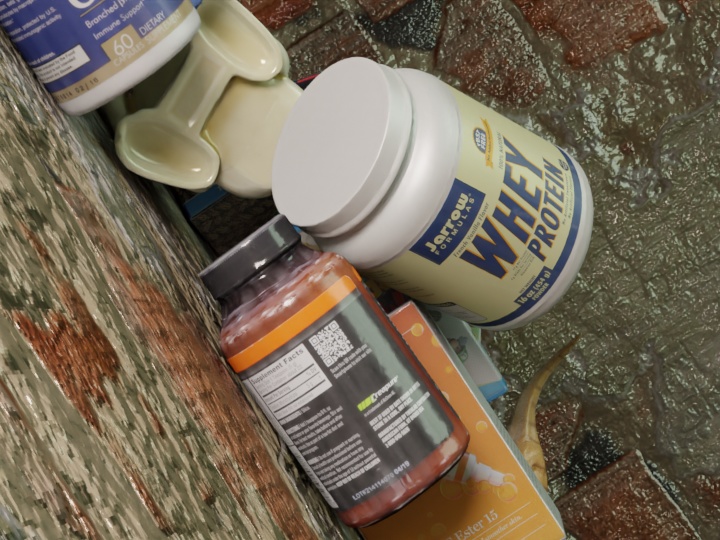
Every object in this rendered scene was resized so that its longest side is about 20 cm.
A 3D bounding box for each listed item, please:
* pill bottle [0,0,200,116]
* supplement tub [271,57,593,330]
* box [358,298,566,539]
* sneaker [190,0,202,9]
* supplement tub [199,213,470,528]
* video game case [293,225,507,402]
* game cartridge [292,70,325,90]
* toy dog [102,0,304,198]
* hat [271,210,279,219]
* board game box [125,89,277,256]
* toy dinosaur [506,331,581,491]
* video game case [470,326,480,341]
[{"bbox_3d":[-0.200,-0.210,1.154,0.201,0.111,0.111,55,3,-18],"label":"pill bottle"},{"bbox_3d":[0.051,-0.053,1.267,0.199,0.145,0.145,24,23,-36],"label":"supplement tub"},{"bbox_3d":[0.044,0.136,1.314,0.201,0.124,0.097,56,4,2],"label":"box"},{"bbox_3d":[-0.179,-0.209,1.268,0.199,0.076,0.088,-7,-44,45],"label":"sneaker"},{"bbox_3d":[-0.022,0.063,1.196,0.201,0.107,0.107,55,3,-3],"label":"supplement tub"},{"bbox_3d":[0.002,0.048,1.378,0.201,0.143,0.018,56,10,-17],"label":"video game case"},{"bbox_3d":[-0.053,-0.110,1.673,0.199,0.038,0.131,-12,-87,48],"label":"game cartridge"},{"bbox_3d":[-0.109,-0.132,1.369,0.193,0.141,0.200,21,5,-21],"label":"toy dog"},{"bbox_3d":[0.000,0.000,1.539,0.199,0.166,0.176,35,-2,-11],"label":"hat"},{"bbox_3d":[-0.106,-0.094,1.549,0.201,0.096,0.160,59,4,39],"label":"board game box"},{"bbox_3d":[0.127,0.151,1.469,0.061,0.105,0.202,104,-13,-65],"label":"toy dinosaur"},{"bbox_3d":[0.032,0.061,1.536,0.201,0.142,0.018,-82,-174,-58],"label":"video game case"}]
